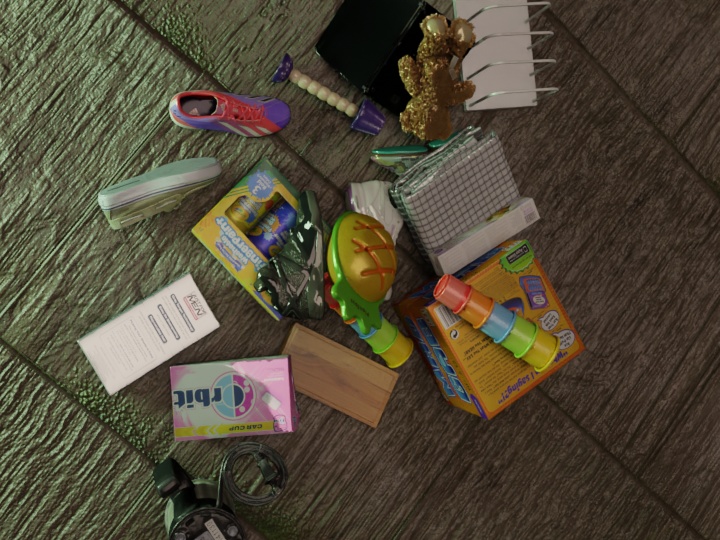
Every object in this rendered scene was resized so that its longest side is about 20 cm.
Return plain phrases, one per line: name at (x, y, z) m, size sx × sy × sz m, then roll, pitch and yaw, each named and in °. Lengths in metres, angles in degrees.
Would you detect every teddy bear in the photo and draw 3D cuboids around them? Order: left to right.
teddy bear at (0.124, -0.318, 1.406) m, size 0.143 × 0.067 × 0.204 m, roll -18°, pitch 123°, yaw -23°

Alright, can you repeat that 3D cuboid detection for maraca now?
maraca at (0.000, 0.000, 1.308) m, size 0.136 × 0.106 × 0.203 m, roll 35°, pitch 45°, yaw -35°

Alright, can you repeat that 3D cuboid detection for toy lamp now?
toy lamp at (-0.049, -0.288, 1.420) m, size 0.198 × 0.058 × 0.059 m, roll 30°, pitch 82°, yaw -13°

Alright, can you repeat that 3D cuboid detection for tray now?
tray at (-0.043, 0.174, 1.425) m, size 0.197 × 0.037 × 0.100 m, roll 27°, pitch 83°, yaw -11°

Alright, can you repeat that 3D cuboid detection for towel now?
towel at (0.160, -0.125, 1.432) m, size 0.199 × 0.085 × 0.167 m, roll -37°, pitch 121°, yaw -11°

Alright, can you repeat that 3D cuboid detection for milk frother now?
milk frother at (-0.207, 0.353, 1.302) m, size 0.196 × 0.188 × 0.184 m, roll -16°, pitch 94°, yaw -14°

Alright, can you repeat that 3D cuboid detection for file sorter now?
file sorter at (0.251, -0.389, 1.463) m, size 0.136 × 0.124 × 0.205 m, roll -6°, pitch 90°, yaw -14°

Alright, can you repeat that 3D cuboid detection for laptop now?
laptop at (0.057, -0.376, 1.435) m, size 0.198 × 0.104 × 0.178 m, roll 25°, pitch 111°, yaw -35°

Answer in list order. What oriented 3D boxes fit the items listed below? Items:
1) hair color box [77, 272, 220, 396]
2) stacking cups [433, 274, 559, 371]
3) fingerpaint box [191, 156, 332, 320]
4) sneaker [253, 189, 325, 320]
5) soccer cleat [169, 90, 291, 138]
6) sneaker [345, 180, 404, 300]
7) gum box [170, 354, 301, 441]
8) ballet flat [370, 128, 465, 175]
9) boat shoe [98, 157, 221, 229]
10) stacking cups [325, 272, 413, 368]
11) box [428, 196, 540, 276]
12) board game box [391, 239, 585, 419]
hair color box at (-0.329, 0.097, 1.340) m, size 0.198 × 0.060 × 0.101 m, roll -32°, pitch 97°, yaw -12°
stacking cups at (0.197, 0.077, 1.264) m, size 0.198 × 0.060 × 0.061 m, roll 30°, pitch 82°, yaw -10°
fingerpaint box at (-0.146, -0.050, 1.382) m, size 0.167 × 0.073 × 0.200 m, roll -45°, pitch 99°, yaw -10°
sneaker at (-0.109, -0.026, 1.314) m, size 0.112 × 0.076 × 0.204 m, roll 1°, pitch 81°, yaw -4°
soccer cleat at (-0.205, -0.254, 1.370) m, size 0.196 × 0.073 × 0.070 m, roll 2°, pitch 89°, yaw -14°
sneaker at (0.038, -0.053, 1.428) m, size 0.098 × 0.075 × 0.204 m, roll -12°, pitch 92°, yaw -13°
gum box at (-0.193, 0.198, 1.349) m, size 0.195 × 0.066 × 0.116 m, roll -4°, pitch 89°, yaw -1°
ballet flat at (0.115, -0.188, 1.461) m, size 0.196 × 0.069 × 0.073 m, roll -15°, pitch 112°, yaw -14°
boat shoe at (-0.312, -0.124, 1.354) m, size 0.196 × 0.072 × 0.063 m, roll -19°, pitch 118°, yaw -10°
stacking cups at (0.002, 0.079, 1.400) m, size 0.200 × 0.060 × 0.061 m, roll 42°, pitch 79°, yaw -25°
box at (0.204, -0.056, 1.403) m, size 0.198 × 0.039 × 0.042 m, roll -32°, pitch 107°, yaw -15°
board game box at (0.203, 0.091, 1.403) m, size 0.198 × 0.200 × 0.202 m, roll -32°, pitch 96°, yaw -13°
